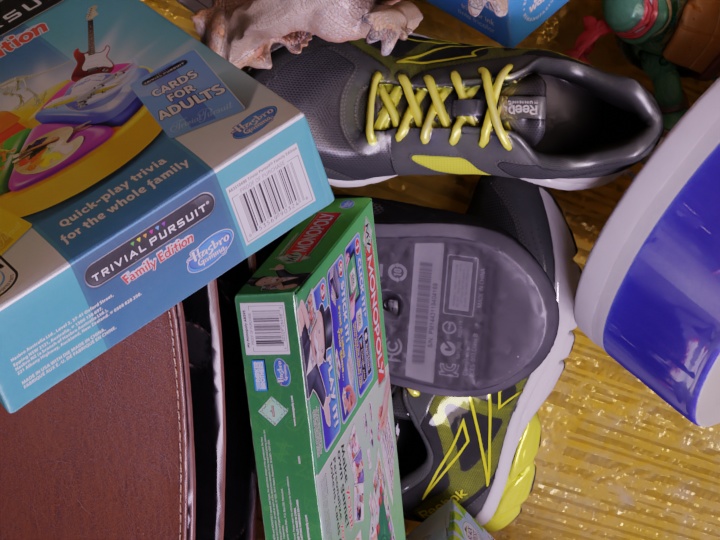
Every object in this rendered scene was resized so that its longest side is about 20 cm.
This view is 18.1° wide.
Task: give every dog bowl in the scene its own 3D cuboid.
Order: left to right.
[{"bbox_3d":[0.197,-0.024,1.082,0.200,0.079,0.200,-40,158,-20],"label":"dog bowl"}]

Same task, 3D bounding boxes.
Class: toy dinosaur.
[{"bbox_3d":[0.006,-0.140,0.956,0.199,0.136,0.086,-21,101,-5],"label":"toy dinosaur"}]

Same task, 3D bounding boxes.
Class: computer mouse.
[{"bbox_3d":[0.000,0.000,1.087,0.199,0.053,0.139,12,110,8],"label":"computer mouse"}]

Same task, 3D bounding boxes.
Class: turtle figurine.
[{"bbox_3d":[0.185,-0.118,1.146,0.199,0.101,0.150,1,130,-45],"label":"turtle figurine"}]

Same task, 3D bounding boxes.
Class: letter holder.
[{"bbox_3d":[-0.088,0.073,0.964,0.100,0.142,0.201,-15,114,-44],"label":"letter holder"}]

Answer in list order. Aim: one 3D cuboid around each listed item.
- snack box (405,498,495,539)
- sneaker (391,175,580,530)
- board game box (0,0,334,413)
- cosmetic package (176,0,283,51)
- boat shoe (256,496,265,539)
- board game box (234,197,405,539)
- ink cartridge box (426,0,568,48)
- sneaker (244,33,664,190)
[{"bbox_3d":[0.022,0.233,1.163,0.200,0.053,0.142,-41,105,16],"label":"snack box"},{"bbox_3d":[0.054,0.044,1.145,0.084,0.074,0.201,-2,110,-27],"label":"sneaker"},{"bbox_3d":[-0.129,-0.045,0.904,0.151,0.200,0.047,-34,132,-18],"label":"board game box"},{"bbox_3d":[-0.016,-0.198,1.037,0.082,0.051,0.200,32,93,-34],"label":"cosmetic package"},{"bbox_3d":[-0.058,0.115,1.095,0.072,0.072,0.200,-26,142,-6],"label":"boat shoe"},{"bbox_3d":[-0.013,0.083,1.018,0.029,0.135,0.201,-1,108,14],"label":"board game box"},{"bbox_3d":[0.079,-0.213,1.013,0.116,0.067,0.200,-42,150,-25],"label":"ink cartridge box"},{"bbox_3d":[0.044,-0.077,1.018,0.199,0.085,0.075,0,87,-15],"label":"sneaker"}]
